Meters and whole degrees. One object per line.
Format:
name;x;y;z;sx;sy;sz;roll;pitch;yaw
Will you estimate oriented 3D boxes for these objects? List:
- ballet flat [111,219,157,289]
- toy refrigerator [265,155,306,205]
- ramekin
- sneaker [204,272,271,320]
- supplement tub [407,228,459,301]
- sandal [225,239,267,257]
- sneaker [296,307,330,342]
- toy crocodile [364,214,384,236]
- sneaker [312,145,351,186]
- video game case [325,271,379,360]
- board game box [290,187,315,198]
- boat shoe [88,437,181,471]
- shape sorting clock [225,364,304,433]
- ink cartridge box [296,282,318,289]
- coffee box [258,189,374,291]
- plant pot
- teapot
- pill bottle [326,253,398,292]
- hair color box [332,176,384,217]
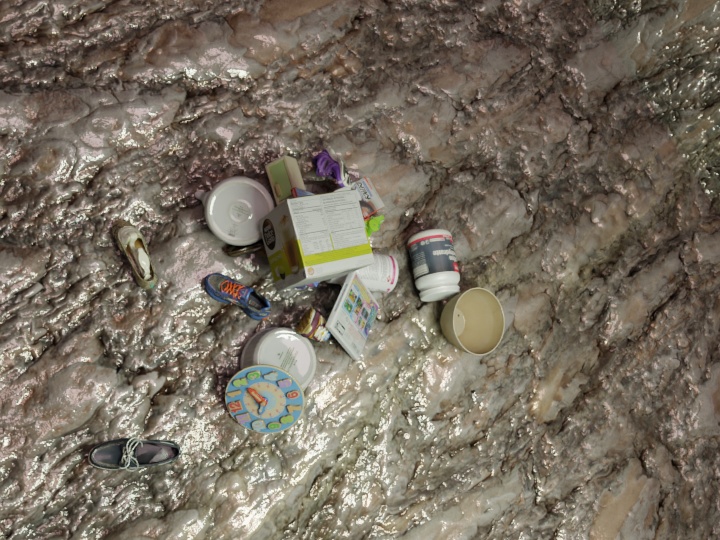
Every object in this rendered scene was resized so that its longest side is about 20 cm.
ballet flat;-0.562;-0.050;1.477;0.068;0.075;0.201;-24;84;-30
toy refrigerator;-0.205;-0.224;1.701;0.070;0.076;0.201;2;69;-65
ramekin;-0.208;0.241;1.544;0.202;0.094;0.203;9;69;-24
sneaker;-0.318;0.060;1.560;0.200;0.078;0.076;28;62;-16
supplement tub;0.230;-0.016;1.824;0.140;0.140;0.201;-2;74;-27
sandal;-0.272;-0.063;1.631;0.199;0.082;0.055;-18;119;-19
sneaker;-0.115;0.152;1.568;0.090;0.200;0.075;41;93;-6
toy crocodile;-0.004;-0.118;1.784;0.200;0.067;0.062;-36;91;-31
sneaker;-0.087;-0.298;1.763;0.083;0.200;0.081;-30;129;-4
video game case;-0.018;0.127;1.649;0.200;0.024;0.183;57;49;-49
board game box;-0.129;-0.174;1.702;0.200;0.019;0.103;8;61;-63
boat shoe;-0.515;0.422;1.348;0.199;0.062;0.075;10;71;-23
shape sorting clock;-0.239;0.323;1.463;0.200;0.200;0.039;38;21;-10
ink cartridge box;-0.144;-0.020;1.652;0.042;0.119;0.200;54;52;-37
coffee box;-0.115;-0.076;1.491;0.199;0.200;0.199;-13;86;-32
plant pot;0.323;0.157;1.807;0.200;0.134;0.201;3;83;-29
teapot;-0.323;-0.162;1.600;0.197;0.146;0.201;-26;101;-5
pill bottle;0.000;0.000;1.720;0.199;0.113;0.114;8;70;-25
hair color box;-0.023;-0.201;1.771;0.200;0.064;0.111;-34;95;-47
